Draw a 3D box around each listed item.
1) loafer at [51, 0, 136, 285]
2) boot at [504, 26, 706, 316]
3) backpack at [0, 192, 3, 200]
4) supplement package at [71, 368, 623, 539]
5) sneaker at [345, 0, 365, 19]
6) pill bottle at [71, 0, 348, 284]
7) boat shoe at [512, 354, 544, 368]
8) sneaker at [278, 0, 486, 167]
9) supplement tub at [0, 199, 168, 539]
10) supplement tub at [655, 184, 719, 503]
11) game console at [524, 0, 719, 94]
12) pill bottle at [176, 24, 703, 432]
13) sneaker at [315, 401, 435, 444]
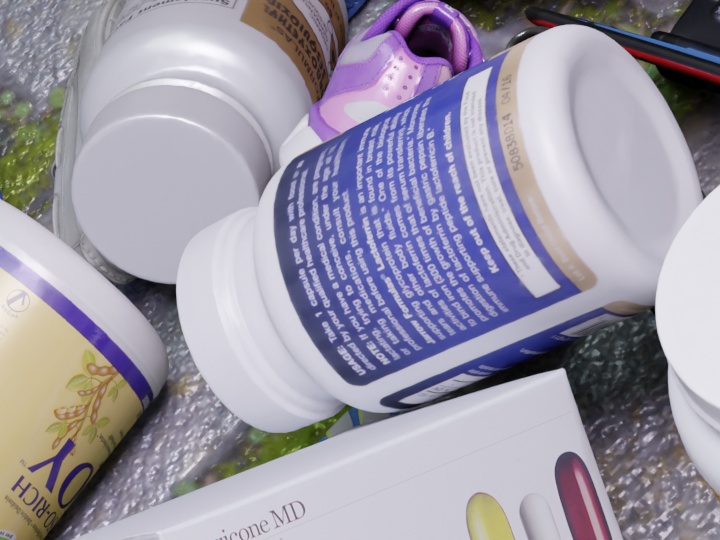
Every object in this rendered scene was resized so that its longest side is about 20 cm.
[{"bbox_3d":[-0.133,-0.068,1.339,0.070,0.070,0.201,-36,33,25],"label":"loafer"},{"bbox_3d":[0.100,-0.070,1.159,0.068,0.131,0.200,-38,45,0],"label":"boot"},{"bbox_3d":[-0.288,-0.042,1.348,0.199,0.163,0.168,-8,35,28],"label":"backpack"},{"bbox_3d":[-0.020,0.128,0.984,0.199,0.111,0.155,-20,0,-37],"label":"supplement package"},{"bbox_3d":[-0.018,-0.196,1.383,0.200,0.070,0.078,-55,24,-9],"label":"sneaker"},{"bbox_3d":[-0.074,-0.082,1.241,0.114,0.115,0.200,-17,26,18],"label":"pill bottle"},{"bbox_3d":[0.000,0.000,1.197,0.199,0.074,0.076,-2,65,30],"label":"boat shoe"},{"bbox_3d":[0.026,-0.087,1.187,0.080,0.200,0.089,26,109,3],"label":"sneaker"},{"bbox_3d":[-0.202,0.077,1.213,0.145,0.146,0.200,25,71,41],"label":"supplement tub"},{"bbox_3d":[0.199,0.057,0.951,0.144,0.200,0.145,-16,49,19],"label":"supplement tub"},{"bbox_3d":[0.208,-0.121,1.144,0.199,0.119,0.173,23,70,40],"label":"game console"},{"bbox_3d":[0.029,-0.010,1.037,0.199,0.116,0.116,-25,45,31],"label":"pill bottle"},{"bbox_3d":[-0.032,0.119,1.106,0.075,0.105,0.201,11,62,36],"label":"sneaker"}]
